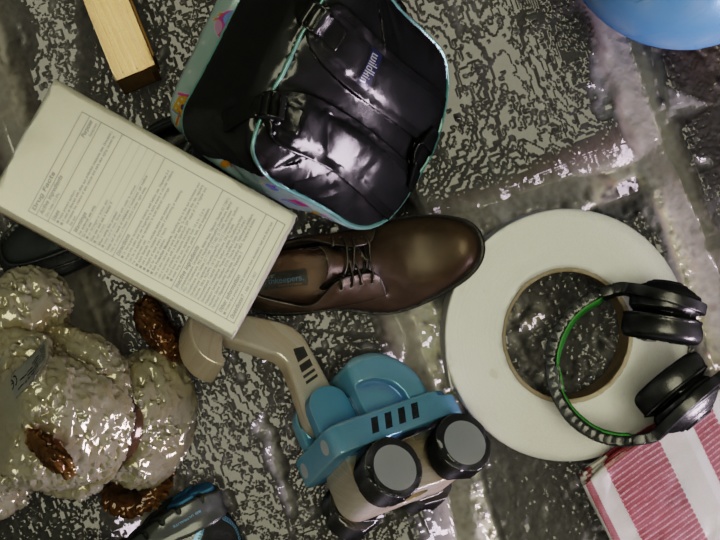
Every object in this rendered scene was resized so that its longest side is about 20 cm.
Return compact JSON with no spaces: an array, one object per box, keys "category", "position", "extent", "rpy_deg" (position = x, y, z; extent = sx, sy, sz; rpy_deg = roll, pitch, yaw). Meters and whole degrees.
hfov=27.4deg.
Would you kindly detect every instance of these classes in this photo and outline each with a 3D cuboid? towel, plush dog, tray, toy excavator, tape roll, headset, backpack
[{"category":"towel","position":[0.284,0.170,1.186],"extent":[0.199,0.023,0.145],"rpy_deg":[-31,105,-8]},{"category":"plush dog","position":[-0.196,0.108,1.113],"extent":[0.170,0.160,0.203],"rpy_deg":[2,104,-43]},{"category":"tray","position":[-0.205,-0.239,1.123],"extent":[0.037,0.099,0.202],"rpy_deg":[-21,93,-4]},{"category":"toy excavator","position":[-0.025,0.101,1.141],"extent":[0.192,0.100,0.202],"rpy_deg":[-15,69,-29]},{"category":"tape roll","position":[0.162,0.051,1.187],"extent":[0.200,0.037,0.206],"rpy_deg":[0,92,-3]},{"category":"headset","position":[0.243,0.067,1.145],"extent":[0.197,0.094,0.125],"rpy_deg":[-13,81,13]},{"category":"backpack","position":[-0.031,-0.131,1.099],"extent":[0.199,0.152,0.178],"rpy_deg":[28,84,-46]}]

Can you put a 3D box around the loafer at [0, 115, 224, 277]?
[{"category":"loafer","position":[-0.196,-0.061,1.137],"extent":[0.199,0.071,0.068],"rpy_deg":[-31,63,-4]}]

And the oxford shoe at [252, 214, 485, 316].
[{"category":"oxford shoe","position":[0.000,0.000,1.140],"extent":[0.197,0.084,0.074],"rpy_deg":[-13,85,3]}]

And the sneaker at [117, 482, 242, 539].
[{"category":"sneaker","position":[-0.182,0.249,1.153],"extent":[0.198,0.073,0.083],"rpy_deg":[-29,95,-1]}]

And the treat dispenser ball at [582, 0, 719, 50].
[{"category":"treat dispenser ball","position":[0.243,-0.268,1.100],"extent":[0.198,0.201,0.204],"rpy_deg":[0,92,-4]}]

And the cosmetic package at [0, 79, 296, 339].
[{"category":"cosmetic package","position":[-0.155,-0.041,1.067],"extent":[0.198,0.071,0.106],"rpy_deg":[30,84,-4]}]
